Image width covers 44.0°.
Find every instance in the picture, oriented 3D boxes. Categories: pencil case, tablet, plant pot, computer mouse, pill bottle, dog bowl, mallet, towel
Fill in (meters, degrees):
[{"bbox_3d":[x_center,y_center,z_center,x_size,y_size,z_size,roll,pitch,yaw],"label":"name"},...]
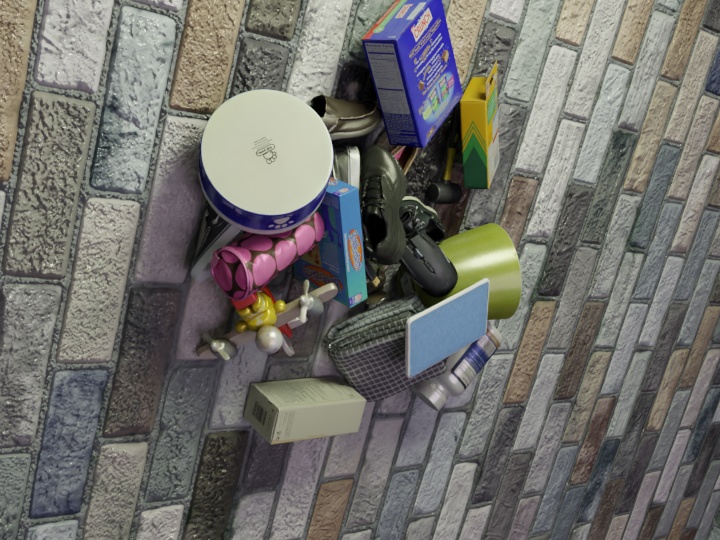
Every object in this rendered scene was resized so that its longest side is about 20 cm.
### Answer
[{"bbox_3d":[-0.146,-0.037,1.370,0.200,0.094,0.091,-41,176,-47],"label":"pencil case"},{"bbox_3d":[0.157,0.102,1.600,0.198,0.014,0.132,-25,130,-30],"label":"tablet"},{"bbox_3d":[0.176,0.017,1.708,0.197,0.187,0.190,-10,118,-18],"label":"plant pot"},{"bbox_3d":[0.087,-0.003,1.565,0.140,0.046,0.201,-37,120,0],"label":"computer mouse"},{"bbox_3d":[0.191,0.185,1.824,0.200,0.111,0.111,-49,133,-11],"label":"pill bottle"},{"bbox_3d":[-0.140,-0.161,1.321,0.200,0.201,0.079,-40,174,-18],"label":"dog bowl"},{"bbox_3d":[0.178,-0.222,1.676,0.065,0.041,0.203,6,102,-40],"label":"mallet"},{"bbox_3d":[0.055,0.152,1.656,0.198,0.086,0.166,-21,129,13],"label":"towel"}]

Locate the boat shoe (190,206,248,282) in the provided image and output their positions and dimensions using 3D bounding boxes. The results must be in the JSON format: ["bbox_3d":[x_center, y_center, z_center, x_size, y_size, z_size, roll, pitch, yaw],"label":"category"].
[{"bbox_3d":[-0.211,-0.076,1.393,0.201,0.067,0.072,-54,171,-2],"label":"boat shoe"}]

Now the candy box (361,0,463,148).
[{"bbox_3d":[0.090,-0.336,1.481,0.170,0.076,0.202,-53,140,-38],"label":"candy box"}]

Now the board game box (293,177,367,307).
[{"bbox_3d":[-0.059,-0.057,1.468,0.045,0.151,0.203,-26,126,-34],"label":"board game box"}]

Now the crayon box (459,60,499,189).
[{"bbox_3d":[0.220,-0.268,1.634,0.126,0.051,0.203,-61,150,-55],"label":"crayon box"}]

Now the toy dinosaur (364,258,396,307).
[{"bbox_3d":[0.000,0.000,1.596,0.199,0.077,0.103,30,97,-41],"label":"toy dinosaur"}]

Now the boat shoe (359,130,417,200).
[{"bbox_3d":[0.034,-0.152,1.559,0.073,0.069,0.202,24,95,-45],"label":"boat shoe"}]

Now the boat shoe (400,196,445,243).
[{"bbox_3d":[0.097,-0.080,1.613,0.074,0.067,0.199,-39,157,16],"label":"boat shoe"}]

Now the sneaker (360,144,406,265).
[{"bbox_3d":[0.032,-0.113,1.477,0.091,0.075,0.203,14,67,-65],"label":"sneaker"}]

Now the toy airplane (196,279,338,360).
[{"bbox_3d":[-0.154,0.086,1.461,0.196,0.142,0.201,8,129,-25],"label":"toy airplane"}]

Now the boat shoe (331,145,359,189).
[{"bbox_3d":[-0.038,-0.110,1.511,0.063,0.071,0.203,-2,94,-17],"label":"boat shoe"}]

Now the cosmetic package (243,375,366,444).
[{"bbox_3d":[-0.100,0.250,1.615,0.198,0.103,0.074,2,110,-39],"label":"cosmetic package"}]

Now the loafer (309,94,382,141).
[{"bbox_3d":[-0.047,-0.249,1.443,0.198,0.073,0.072,-23,123,-32],"label":"loafer"}]
